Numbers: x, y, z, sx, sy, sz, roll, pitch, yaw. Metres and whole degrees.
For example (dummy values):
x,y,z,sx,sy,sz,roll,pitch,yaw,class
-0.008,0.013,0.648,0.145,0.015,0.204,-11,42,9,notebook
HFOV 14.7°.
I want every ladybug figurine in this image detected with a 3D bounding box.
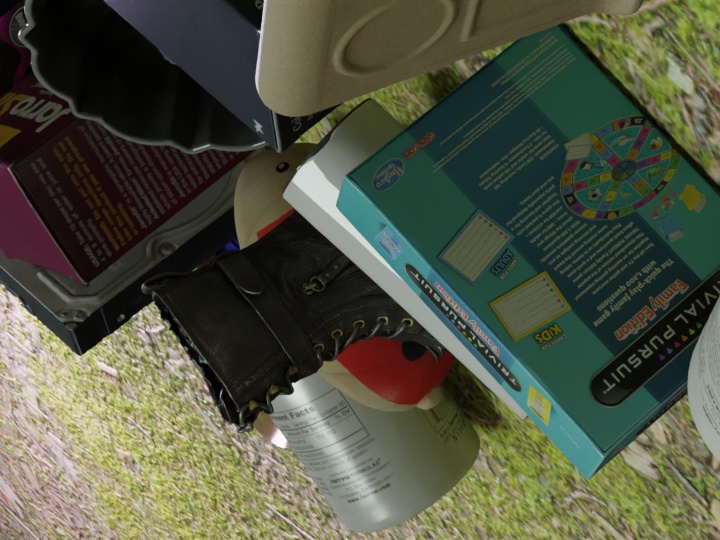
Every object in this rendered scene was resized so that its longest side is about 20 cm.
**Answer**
x,y,z,sx,sy,sz,roll,pitch,yaw,class
0.000,0.000,1.811,0.072,0.136,0.200,-33,94,44,ladybug figurine

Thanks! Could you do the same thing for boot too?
x,y,z,sx,sy,sz,roll,pitch,yaw,class
-0.016,0.042,1.716,0.200,0.174,0.069,47,160,9,boot

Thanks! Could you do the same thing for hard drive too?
x,y,z,sx,sy,sz,roll,pitch,yaw,class
-0.167,-0.044,1.982,0.140,0.200,0.038,40,158,33,hard drive

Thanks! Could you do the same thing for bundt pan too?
x,y,z,sx,sy,sz,roll,pitch,yaw,class
-0.102,-0.161,1.688,0.202,0.076,0.202,3,145,2,bundt pan

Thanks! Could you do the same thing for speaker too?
x,y,z,sx,sy,sz,roll,pitch,yaw,class
0.052,-0.006,1.642,0.200,0.081,0.081,42,160,5,speaker

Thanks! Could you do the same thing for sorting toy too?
x,y,z,sx,sy,sz,roll,pitch,yaw,class
0.049,-0.152,1.308,0.185,0.200,0.037,102,149,-62,sorting toy

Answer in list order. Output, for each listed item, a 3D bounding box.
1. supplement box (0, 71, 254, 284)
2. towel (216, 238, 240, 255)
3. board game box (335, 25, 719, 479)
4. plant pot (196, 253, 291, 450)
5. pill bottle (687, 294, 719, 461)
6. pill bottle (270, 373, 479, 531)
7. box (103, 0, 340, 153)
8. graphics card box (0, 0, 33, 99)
x,y,z,sx,sy,sz,roll,pitch,yaw,class
-0.161,-0.096,1.872,0.131,0.200,0.103,17,142,57,supplement box
-0.087,-0.003,2.121,0.148,0.050,0.200,46,162,37,towel
0.109,-0.014,1.477,0.200,0.151,0.047,48,161,10,board game box
-0.099,0.046,2.113,0.200,0.027,0.200,51,164,21,plant pot
0.228,0.025,1.331,0.114,0.114,0.200,46,160,15,pill bottle
-0.014,0.073,1.954,0.200,0.114,0.114,57,160,-15,pill bottle
-0.043,-0.195,1.447,0.200,0.182,0.104,40,159,27,box
-0.228,-0.147,1.933,0.051,0.200,0.126,30,152,40,graphics card box
